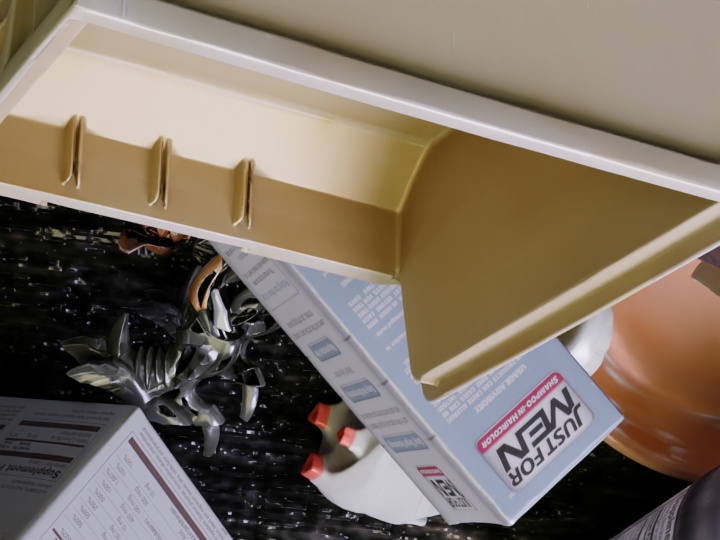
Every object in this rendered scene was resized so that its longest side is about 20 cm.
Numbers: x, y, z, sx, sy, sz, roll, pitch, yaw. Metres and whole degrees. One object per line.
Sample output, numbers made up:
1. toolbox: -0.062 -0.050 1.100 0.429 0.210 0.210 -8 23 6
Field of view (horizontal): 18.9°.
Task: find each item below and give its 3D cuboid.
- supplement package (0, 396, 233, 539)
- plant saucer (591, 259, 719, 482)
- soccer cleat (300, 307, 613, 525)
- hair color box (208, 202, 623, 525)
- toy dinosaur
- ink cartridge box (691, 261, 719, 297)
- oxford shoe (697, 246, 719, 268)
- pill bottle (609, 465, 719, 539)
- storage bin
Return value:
1. supplement package: -0.148 0.147 0.930 0.199 0.111 0.156 0 131 47
2. plant saucer: 0.171 0.004 0.920 0.199 0.038 0.201 2 122 3
3. soccer cleat: 0.052 0.057 0.927 0.077 0.070 0.200 26 143 -23
4. hair color box: 0.000 0.000 0.796 0.061 0.099 0.200 -40 92 -11
5. toy dinosaur: -0.047 -0.002 0.878 0.136 0.200 0.102 -48 153 24
6. ink cartridge box: 0.228 -0.035 0.803 0.200 0.115 0.068 -43 101 3
7. oxford shoe: 0.110 -0.041 0.737 0.200 0.071 0.073 37 155 0
8. pill bottle: 0.156 0.150 0.941 0.106 0.107 0.200 30 138 -15
9. storage bin: -0.023 -0.045 0.615 0.199 0.094 0.198 13 154 -26
